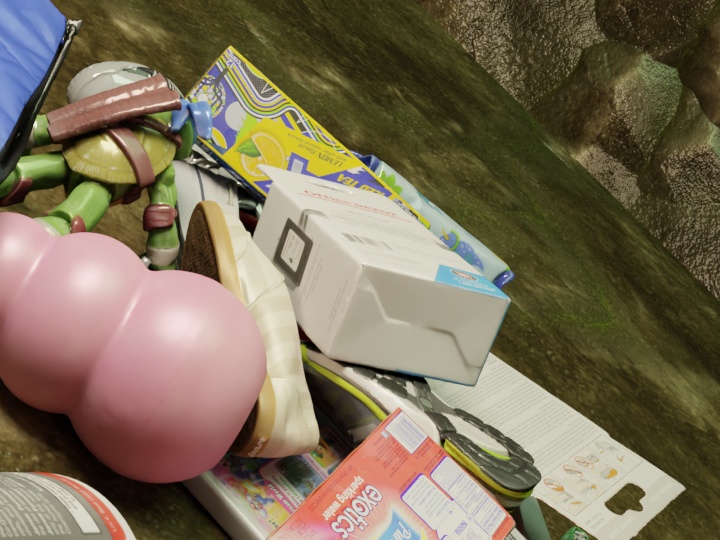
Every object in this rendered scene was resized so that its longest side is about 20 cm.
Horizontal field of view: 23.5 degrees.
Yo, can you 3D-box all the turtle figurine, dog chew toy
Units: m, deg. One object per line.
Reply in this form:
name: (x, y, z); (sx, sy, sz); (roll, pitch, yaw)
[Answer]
turtle figurine: (-0.197, -0.036, 1.157); (0.194, 0.199, 0.145); (-30, 101, -50)
dog chew toy: (-0.155, 0.036, 0.997); (0.199, 0.125, 0.125); (31, 17, -9)

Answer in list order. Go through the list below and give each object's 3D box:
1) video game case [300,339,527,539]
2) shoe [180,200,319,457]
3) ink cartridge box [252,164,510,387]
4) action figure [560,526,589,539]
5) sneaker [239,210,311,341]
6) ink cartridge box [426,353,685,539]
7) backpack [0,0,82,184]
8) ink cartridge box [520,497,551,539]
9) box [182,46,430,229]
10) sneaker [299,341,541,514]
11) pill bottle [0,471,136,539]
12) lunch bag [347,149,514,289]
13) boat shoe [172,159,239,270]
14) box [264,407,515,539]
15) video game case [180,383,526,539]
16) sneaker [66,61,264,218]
video game case: (0.024, 0.126, 1.245); (0.181, 0.022, 0.200); (19, 22, -11)
shoe: (-0.073, 0.038, 1.110); (0.053, 0.070, 0.201); (6, 47, -29)
ink cartridge box: (0.000, 0.000, 1.160); (0.115, 0.067, 0.200); (13, 15, -28)
action figure: (0.194, 0.265, 1.334); (0.118, 0.055, 0.200); (29, 16, -29)
sneaker: (-0.041, 0.019, 1.336); (0.199, 0.077, 0.085); (30, -17, -9)
ink cartridge box: (0.116, 0.135, 1.234); (0.200, 0.050, 0.161); (36, 24, 18)
backpack: (-0.276, -0.094, 0.961); (0.168, 0.162, 0.201); (37, 30, -24)
ink cartridge box: (0.067, 0.177, 1.280); (0.200, 0.043, 0.197); (37, 17, -22)
box: (-0.046, -0.074, 1.283); (0.200, 0.070, 0.064); (41, -3, -9)
sneaker: (0.018, 0.109, 1.088); (0.200, 0.081, 0.074); (36, 19, 35)
pill bottle: (-0.181, 0.135, 0.666); (0.116, 0.116, 0.200); (49, 17, 25)
lunch bag: (0.014, -0.011, 1.502); (0.170, 0.128, 0.200); (39, -14, -16)
boat shoe: (-0.101, -0.005, 1.227); (0.066, 0.074, 0.201); (6, 47, -20)
box: (-0.004, 0.173, 0.956); (0.103, 0.095, 0.200); (42, 28, 4)
video game case: (-0.001, 0.154, 1.104); (0.200, 0.024, 0.182); (46, 38, 13)
sneaker: (-0.148, -0.092, 1.413); (0.200, 0.075, 0.115); (34, 15, -37)
